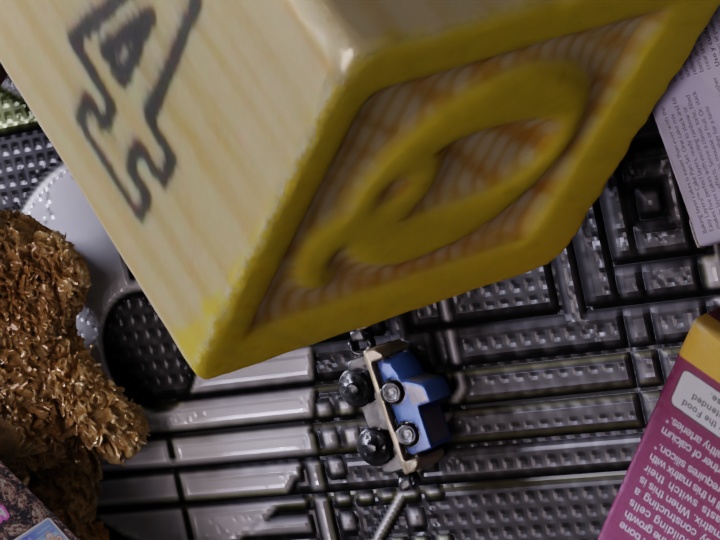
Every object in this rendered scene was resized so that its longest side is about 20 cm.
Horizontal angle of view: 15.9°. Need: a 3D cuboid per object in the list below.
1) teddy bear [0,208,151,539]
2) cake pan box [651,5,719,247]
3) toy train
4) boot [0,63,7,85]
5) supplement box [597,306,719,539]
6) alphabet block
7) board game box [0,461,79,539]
[{"bbox_3d":[-0.165,0.060,1.278,0.145,0.067,0.201,-4,105,47],"label":"teddy bear"},{"bbox_3d":[0.179,-0.126,0.969,0.184,0.052,0.201,-21,89,37],"label":"cake pan box"},{"bbox_3d":[0.000,0.000,1.150,0.046,0.034,0.201,-18,90,26],"label":"toy train"},{"bbox_3d":[-0.189,-0.100,1.196,0.166,0.072,0.201,-33,45,34],"label":"boot"},{"bbox_3d":[0.168,0.122,1.007,0.131,0.103,0.200,35,119,25],"label":"supplement box"},{"bbox_3d":[-0.010,-0.110,0.989,0.200,0.195,0.197,55,144,23],"label":"alphabet block"},{"bbox_3d":[-0.200,0.168,1.249,0.200,0.097,0.160,43,151,12],"label":"board game box"}]
